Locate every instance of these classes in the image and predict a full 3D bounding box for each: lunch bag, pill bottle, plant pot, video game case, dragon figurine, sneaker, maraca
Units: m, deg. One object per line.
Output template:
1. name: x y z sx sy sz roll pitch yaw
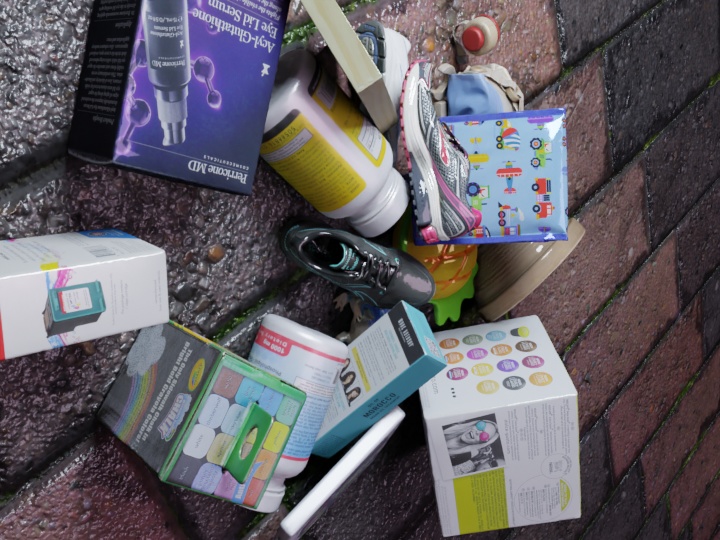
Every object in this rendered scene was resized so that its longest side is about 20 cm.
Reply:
1. lunch bag: 0.143 -0.109 0.847 0.195 0.094 0.155 -1 91 0
2. pill bottle: -0.033 -0.128 0.757 0.200 0.110 0.112 43 72 -32
3. plant pot: 0.231 -0.024 1.044 0.093 0.201 0.200 47 62 4
4. video game case: -0.032 0.271 0.878 0.199 0.023 0.183 -41 165 -29
5. dragon figurine: 0.018 0.060 0.914 0.098 0.058 0.205 -10 108 -42
6. pill bottle: -0.096 0.162 0.800 0.108 0.108 0.204 25 84 -44
7. sneaker: 0.034 -0.194 0.852 0.086 0.074 0.205 -12 111 -47
8. maraca: 0.109 -0.016 0.946 0.138 0.106 0.202 -50 131 -23
9. sneaker: 0.087 -0.137 0.793 0.081 0.073 0.205 -49 128 -82
10. sneaker: 0.000 0.000 0.809 0.196 0.079 0.077 19 94 -13

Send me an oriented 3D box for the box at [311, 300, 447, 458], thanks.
1. box: 0.005 0.134 0.839 0.199 0.083 0.049 -41 137 19

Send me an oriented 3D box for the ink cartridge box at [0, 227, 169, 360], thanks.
1. ink cartridge box: -0.275 0.017 0.580 0.197 0.115 0.069 -12 111 -40

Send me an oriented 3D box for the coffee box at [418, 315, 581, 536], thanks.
1. coffee box: 0.184 0.210 0.968 0.193 0.201 0.204 -9 115 3

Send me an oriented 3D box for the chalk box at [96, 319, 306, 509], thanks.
1. chalk box: -0.144 0.142 0.682 0.123 0.198 0.126 36 78 -43

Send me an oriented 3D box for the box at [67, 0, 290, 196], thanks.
1. box: -0.164 -0.184 0.638 0.146 0.103 0.205 7 97 -45

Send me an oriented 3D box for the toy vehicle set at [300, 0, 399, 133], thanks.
1. toy vehicle set: -0.011 -0.215 0.705 0.026 0.200 0.126 -32 87 7

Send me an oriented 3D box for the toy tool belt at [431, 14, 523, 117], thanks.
1. toy tool belt: 0.146 -0.219 0.916 0.122 0.123 0.204 -35 123 -41
